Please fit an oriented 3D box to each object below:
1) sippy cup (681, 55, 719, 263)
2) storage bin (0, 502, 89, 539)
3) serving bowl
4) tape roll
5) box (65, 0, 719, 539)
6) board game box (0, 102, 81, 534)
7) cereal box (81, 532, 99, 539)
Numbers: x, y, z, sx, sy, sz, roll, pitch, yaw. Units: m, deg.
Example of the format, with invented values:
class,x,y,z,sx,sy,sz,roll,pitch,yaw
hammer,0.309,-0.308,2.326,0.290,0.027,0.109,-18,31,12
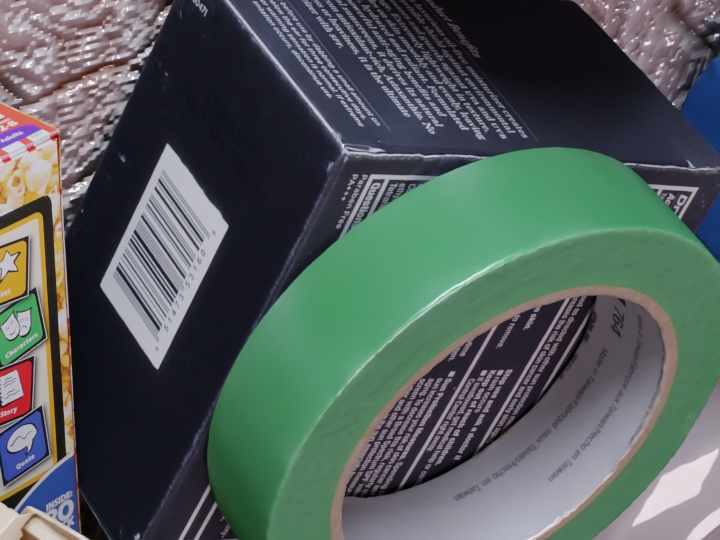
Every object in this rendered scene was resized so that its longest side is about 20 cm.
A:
class,x,y,z,sx,sy,sz,roll,pitch,yaw
sippy cup,0.214,-0.050,1.138,0.130,0.140,0.179,-5,109,-23
storage bin,-0.135,0.208,0.916,0.200,0.094,0.199,-49,138,-18
serving bowl,0.176,0.126,1.341,0.200,0.066,0.200,-23,143,-19
tape roll,0.042,0.048,0.946,0.200,0.048,0.201,-23,141,-20
box,0.000,0.000,1.001,0.198,0.123,0.200,2,129,-40
board game box,-0.169,0.057,0.909,0.151,0.046,0.201,-28,130,-41
cereal box,-0.052,0.156,1.055,0.144,0.200,0.040,35,76,-43
